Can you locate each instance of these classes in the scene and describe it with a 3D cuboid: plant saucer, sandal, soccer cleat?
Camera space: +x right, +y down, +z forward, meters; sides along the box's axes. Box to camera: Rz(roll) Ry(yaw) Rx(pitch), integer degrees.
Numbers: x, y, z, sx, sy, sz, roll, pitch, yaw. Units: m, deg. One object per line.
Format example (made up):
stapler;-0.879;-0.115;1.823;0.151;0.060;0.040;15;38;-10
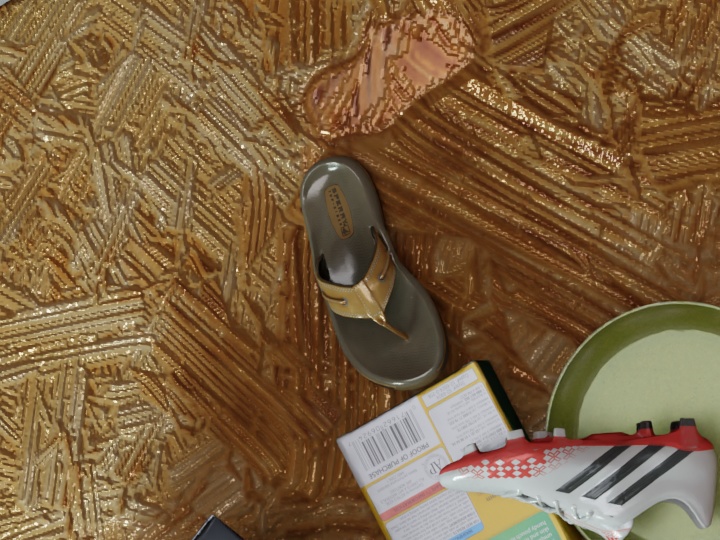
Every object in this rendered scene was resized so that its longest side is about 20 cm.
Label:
plant saucer;0.235;0.123;1.515;0.198;0.031;0.202;-1;88;17
sandal;0.000;0.000;1.563;0.080;0.054;0.201;-26;70;13
soccer cleat;0.156;0.154;1.474;0.198;0.069;0.086;-5;81;1

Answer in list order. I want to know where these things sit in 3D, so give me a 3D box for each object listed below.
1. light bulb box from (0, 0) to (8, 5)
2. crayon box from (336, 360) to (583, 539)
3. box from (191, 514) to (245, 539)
light bulb box;-0.352;-0.304;1.656;0.199;0.125;0.199;-30;80;15
crayon box;0.084;0.185;1.547;0.125;0.052;0.201;-30;80;13
box;-0.048;0.280;1.532;0.200;0.141;0.079;38;84;14
